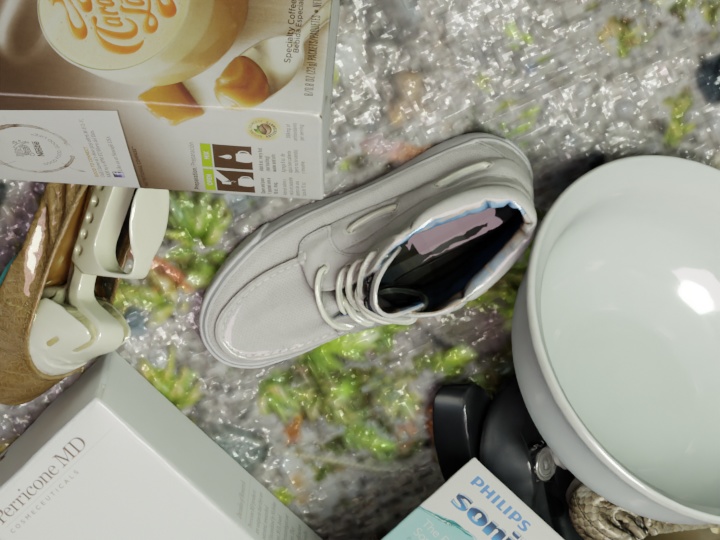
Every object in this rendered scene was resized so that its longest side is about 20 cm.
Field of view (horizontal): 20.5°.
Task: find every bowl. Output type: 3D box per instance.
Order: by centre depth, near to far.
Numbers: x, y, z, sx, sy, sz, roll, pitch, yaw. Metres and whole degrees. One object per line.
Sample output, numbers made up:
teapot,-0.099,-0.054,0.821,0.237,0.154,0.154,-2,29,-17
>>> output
bowl,0.152,0.048,1.020,0.201,0.201,0.090,31,145,-11

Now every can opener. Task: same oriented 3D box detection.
can opener,0.103,0.145,1.107,0.063,0.079,0.200,-34,116,-29

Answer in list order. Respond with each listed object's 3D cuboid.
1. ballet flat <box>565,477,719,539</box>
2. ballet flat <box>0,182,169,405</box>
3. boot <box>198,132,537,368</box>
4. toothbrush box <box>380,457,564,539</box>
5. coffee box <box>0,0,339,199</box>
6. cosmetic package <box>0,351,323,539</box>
ballet flat,0.199,0.149,1.081,0.200,0.046,0.067,18,122,-27
ballet flat,-0.139,-0.004,1.030,0.068,0.072,0.200,6,114,-50
boot,0.000,0.000,1.024,0.200,0.096,0.074,-33,107,11
toothbrush box,0.038,0.216,1.012,0.146,0.200,0.085,41,146,15
coffee box,-0.113,-0.106,0.960,0.200,0.115,0.080,3,153,1
cosmetic package,-0.101,0.152,1.093,0.101,0.071,0.200,-43,104,14
